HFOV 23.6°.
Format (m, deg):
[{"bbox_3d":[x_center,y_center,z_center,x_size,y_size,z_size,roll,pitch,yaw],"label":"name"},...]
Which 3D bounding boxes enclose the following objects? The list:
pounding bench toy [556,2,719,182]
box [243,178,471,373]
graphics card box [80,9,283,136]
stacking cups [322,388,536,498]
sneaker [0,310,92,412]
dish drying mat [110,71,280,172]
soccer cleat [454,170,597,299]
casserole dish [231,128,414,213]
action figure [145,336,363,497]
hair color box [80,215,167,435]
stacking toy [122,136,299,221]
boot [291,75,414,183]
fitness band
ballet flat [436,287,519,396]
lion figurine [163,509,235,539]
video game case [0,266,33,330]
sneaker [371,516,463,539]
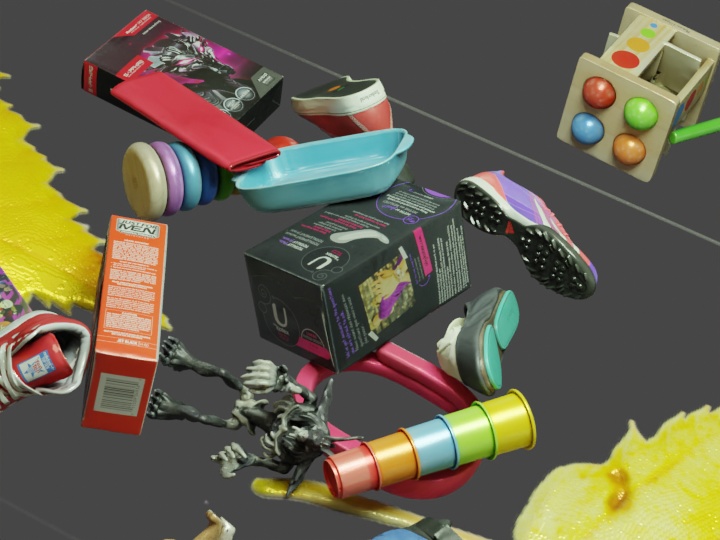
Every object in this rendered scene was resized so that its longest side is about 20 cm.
[{"bbox_3d":[0.354,-0.187,1.997,0.200,0.125,0.156,28,47,17],"label":"pounding bench toy"},{"bbox_3d":[0.000,0.000,1.735,0.200,0.106,0.122,-30,36,-34],"label":"box"},{"bbox_3d":[-0.203,-0.214,1.969,0.199,0.051,0.126,28,47,16],"label":"graphics card box"},{"bbox_3d":[0.063,0.168,1.601,0.199,0.061,0.061,-17,51,-16],"label":"stacking cups"},{"bbox_3d":[-0.330,0.106,1.563,0.200,0.071,0.112,-43,22,-25],"label":"sneaker"},{"bbox_3d":[-0.179,-0.159,1.850,0.200,0.018,0.077,35,38,32],"label":"dish drying mat"},{"bbox_3d":[0.192,-0.045,1.870,0.073,0.068,0.200,-26,53,-37],"label":"soccer cleat"},{"bbox_3d":[-0.036,-0.101,1.790,0.199,0.039,0.121,-8,22,18],"label":"casserole dish"},{"bbox_3d":[-0.102,0.137,1.597,0.199,0.119,0.102,19,1,14],"label":"action figure"},{"bbox_3d":[-0.226,0.050,1.650,0.061,0.102,0.200,10,38,-10],"label":"hair color box"},{"bbox_3d":[-0.152,-0.111,1.861,0.199,0.086,0.085,-13,49,-28],"label":"stacking toy"},{"bbox_3d":[-0.007,-0.140,1.925,0.072,0.145,0.200,-27,18,-16],"label":"boot"},{"bbox_3d":[0.028,0.143,1.673,0.200,0.038,0.144,28,50,18],"label":"fitness band"},{"bbox_3d":[0.113,0.075,1.706,0.073,0.073,0.200,16,24,6],"label":"ballet flat"},{"bbox_3d":[-0.121,0.288,1.469,0.200,0.072,0.123,36,83,15],"label":"lion figurine"},{"bbox_3d":[-0.418,0.052,1.673,0.181,0.036,0.200,-20,52,-30],"label":"video game case"},{"bbox_3d":[0.084,0.297,1.498,0.111,0.077,0.200,-23,47,-18],"label":"sneaker"}]
